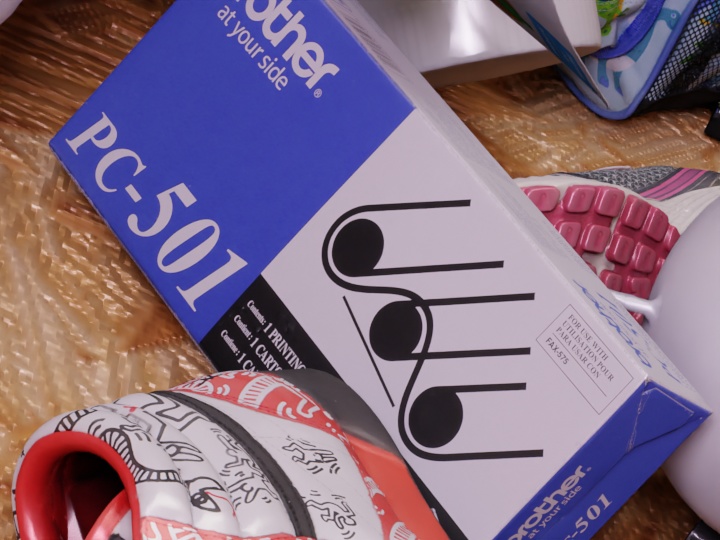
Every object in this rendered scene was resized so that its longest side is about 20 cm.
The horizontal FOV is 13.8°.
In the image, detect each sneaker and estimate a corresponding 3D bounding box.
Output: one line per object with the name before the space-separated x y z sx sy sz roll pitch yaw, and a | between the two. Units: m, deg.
sneaker | -0.003 0.101 0.711 0.108 0.067 0.201 -4 41 -46
sneaker | 0.070 0.006 0.934 0.199 0.081 0.074 -1 13 -45

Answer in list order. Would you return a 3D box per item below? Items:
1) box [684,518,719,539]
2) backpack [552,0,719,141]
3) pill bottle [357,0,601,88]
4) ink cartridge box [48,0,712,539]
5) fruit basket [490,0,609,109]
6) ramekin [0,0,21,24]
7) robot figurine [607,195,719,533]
box | 0.182 0.096 0.927 0.143 0.036 0.200 36 28 9
backpack | 0.106 -0.176 1.109 0.147 0.200 0.183 -4 45 -47
pill bottle | 0.021 -0.166 1.013 0.109 0.109 0.201 -9 88 -50
ink cartridge box | 0.000 0.000 0.833 0.200 0.094 0.044 51 14 33
fruit basket | -0.017 -0.137 0.871 0.200 0.094 0.185 50 0 24
ramekin | -0.156 -0.138 0.810 0.202 0.203 0.094 48 21 28
robot figurine | 0.161 0.032 0.852 0.199 0.114 0.169 12 -4 -32
